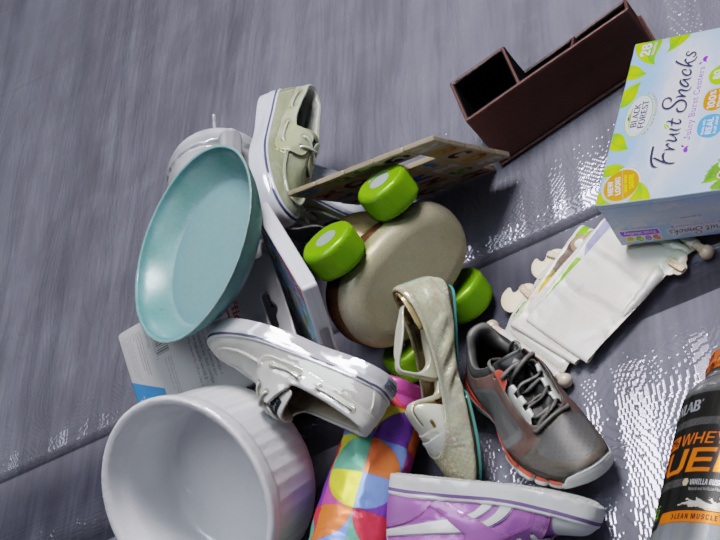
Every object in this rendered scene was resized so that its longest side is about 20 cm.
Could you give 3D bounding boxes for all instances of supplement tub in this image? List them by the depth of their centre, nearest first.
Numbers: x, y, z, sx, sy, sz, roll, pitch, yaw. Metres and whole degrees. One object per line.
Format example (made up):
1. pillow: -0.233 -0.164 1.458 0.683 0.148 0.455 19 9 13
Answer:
1. supplement tub: 0.290 0.164 1.180 0.122 0.122 0.201 -3 57 39

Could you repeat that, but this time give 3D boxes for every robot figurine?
1. robot figurine: -0.147 -0.070 1.658 0.170 0.112 0.201 112 156 -47

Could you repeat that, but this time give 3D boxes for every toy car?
1. toy car: 0.000 0.000 1.535 0.158 0.165 0.200 -47 25 -21

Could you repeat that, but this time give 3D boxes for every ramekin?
1. ramekin: -0.138 0.204 1.473 0.199 0.098 0.202 8 105 31

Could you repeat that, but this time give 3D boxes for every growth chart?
1. growth chart: 0.213 0.014 1.444 0.200 0.018 0.145 -44 40 4

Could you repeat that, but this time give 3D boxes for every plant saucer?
1. plant saucer: -0.151 -0.022 1.513 0.200 0.036 0.201 -30 50 43

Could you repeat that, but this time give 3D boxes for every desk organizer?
1. desk organizer: 0.196 -0.203 1.583 0.199 0.077 0.072 -34 43 15

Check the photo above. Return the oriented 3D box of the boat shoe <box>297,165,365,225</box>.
1. boat shoe: -0.054 -0.081 1.715 0.200 0.072 0.063 26 108 48

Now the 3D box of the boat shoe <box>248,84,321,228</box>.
1. boat shoe: -0.075 -0.129 1.639 0.062 0.072 0.201 -23 43 19

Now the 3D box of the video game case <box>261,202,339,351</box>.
1. video game case: -0.049 0.049 1.513 0.017 0.201 0.143 -23 40 -9

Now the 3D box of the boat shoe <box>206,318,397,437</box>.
1. boat shoe: -0.065 0.103 1.432 0.199 0.071 0.070 18 66 24

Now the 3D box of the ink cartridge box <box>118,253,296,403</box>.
1. ink cartridge box: -0.135 0.077 1.562 0.199 0.068 0.117 -28 72 25

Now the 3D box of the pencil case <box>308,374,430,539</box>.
1. pencil case: 0.006 0.195 1.435 0.088 0.088 0.201 -3 57 39

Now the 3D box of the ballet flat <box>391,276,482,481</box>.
1. ballet flat: 0.063 0.106 1.417 0.067 0.062 0.202 138 125 -66

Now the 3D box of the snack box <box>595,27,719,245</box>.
1. snack box: 0.317 -0.127 1.417 0.168 0.068 0.201 -6 50 36

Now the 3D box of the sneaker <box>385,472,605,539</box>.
1. sneaker: 0.113 0.237 1.334 0.199 0.072 0.115 -1 80 33

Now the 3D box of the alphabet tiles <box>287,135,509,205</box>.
1. alphabet tiles: 0.048 -0.094 1.551 0.166 0.200 0.008 -19 78 29

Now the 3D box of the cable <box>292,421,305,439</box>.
1. cable: -0.114 0.130 1.609 0.199 0.050 0.098 21 81 46

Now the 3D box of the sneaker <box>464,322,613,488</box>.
1. sneaker: 0.143 0.113 1.364 0.077 0.082 0.200 -30 38 -15
